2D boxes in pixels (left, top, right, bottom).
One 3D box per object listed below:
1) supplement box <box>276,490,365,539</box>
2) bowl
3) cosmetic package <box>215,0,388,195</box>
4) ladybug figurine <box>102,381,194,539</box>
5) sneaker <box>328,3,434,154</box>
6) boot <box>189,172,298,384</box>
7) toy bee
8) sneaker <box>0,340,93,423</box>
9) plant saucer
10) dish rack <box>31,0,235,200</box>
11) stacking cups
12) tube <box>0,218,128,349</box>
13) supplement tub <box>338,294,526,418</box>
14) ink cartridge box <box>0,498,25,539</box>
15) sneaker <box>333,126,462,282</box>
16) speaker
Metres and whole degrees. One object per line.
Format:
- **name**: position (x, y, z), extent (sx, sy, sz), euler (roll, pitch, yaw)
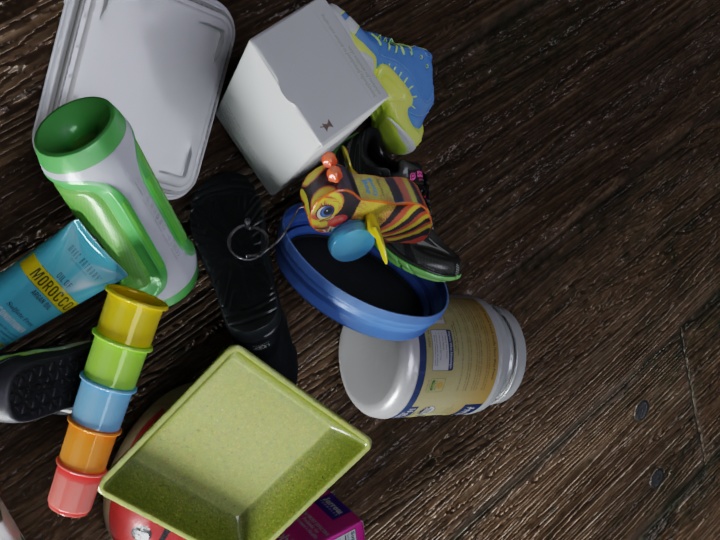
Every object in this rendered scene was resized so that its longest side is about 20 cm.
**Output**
- **supplement box**: position (-0.096, 0.350, 0.991), extent (0.197, 0.101, 0.106), euler (-17, 112, -30)
- **bowl**: position (0.000, 0.000, 0.907), extent (0.197, 0.202, 0.040), euler (9, 122, -36)
- **cosmetic package**: position (-0.063, -0.153, 0.797), extent (0.084, 0.199, 0.109), euler (-36, 96, -20)
- **ladybug figurine**: position (-0.193, 0.219, 0.905), extent (0.135, 0.071, 0.203), euler (30, 86, -37)
- **sneaker**: position (0.019, -0.228, 0.935), extent (0.106, 0.075, 0.201), euler (-57, 134, -23)
- **boot**: position (-0.119, 0.024, 0.891), extent (0.075, 0.203, 0.169), euler (-15, 148, -8)
- **toy bee**: position (-0.012, -0.059, 0.802), extent (0.198, 0.131, 0.110), euler (-27, 154, -34)
- **sneaker**: position (-0.295, 0.097, 0.788), extent (0.200, 0.081, 0.074), euler (20, 75, -70)
- **plant saucer**: position (-0.121, 0.176, 0.838), extent (0.200, 0.048, 0.199), euler (-44, 122, 10)
- **dish rack**: position (-0.204, -0.175, 0.805), extent (0.169, 0.043, 0.204), euler (13, 97, -37)
- **stacking cups**: position (-0.231, 0.117, 0.766), extent (0.060, 0.060, 0.204), euler (16, 96, -36)
- **tube**: position (-0.308, 0.032, 0.748), extent (0.198, 0.051, 0.078), euler (-33, 140, -1)
- **supplement tub**: position (0.088, 0.100, 1.021), extent (0.196, 0.144, 0.148), euler (4, 101, -35)
- **ink cartridge box**: position (-0.369, 0.330, 0.808), extent (0.145, 0.082, 0.204), euler (-30, 119, -23)
- **sneaker**: position (0.043, -0.071, 0.917), extent (0.084, 0.201, 0.076), euler (-45, 167, 27)
- **speaker**: position (-0.214, -0.054, 0.774), extent (0.088, 0.088, 0.202), euler (-40, 141, -19)
